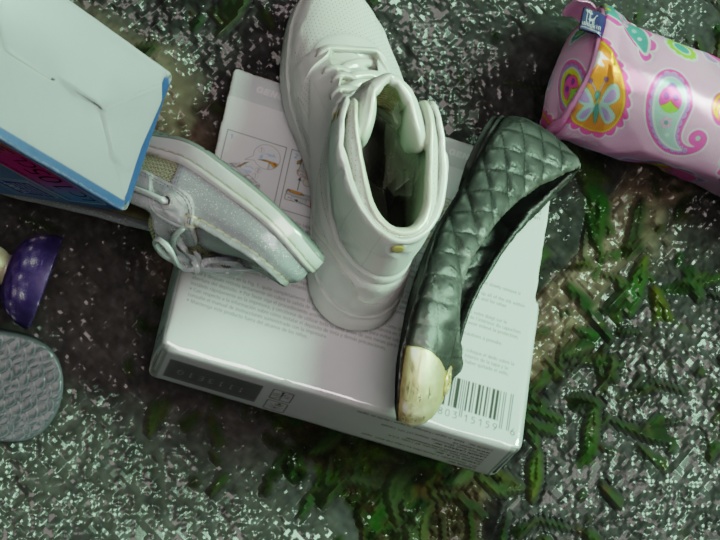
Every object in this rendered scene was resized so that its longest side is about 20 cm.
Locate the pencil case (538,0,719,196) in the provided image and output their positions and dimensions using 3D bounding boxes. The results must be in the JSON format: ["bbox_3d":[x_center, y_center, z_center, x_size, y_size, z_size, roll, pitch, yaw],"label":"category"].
[{"bbox_3d":[0.199,-0.085,1.012,0.198,0.087,0.088,20,79,-9],"label":"pencil case"}]

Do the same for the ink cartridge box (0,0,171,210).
[{"bbox_3d":[-0.209,-0.096,0.860,0.136,0.199,0.077,34,73,-46],"label":"ink cartridge box"}]

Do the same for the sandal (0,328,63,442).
[{"bbox_3d":[-0.251,0.042,0.911,0.199,0.043,0.077,22,88,-16],"label":"sandal"}]

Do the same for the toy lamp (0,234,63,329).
[{"bbox_3d":[-0.252,-0.029,0.907,0.198,0.058,0.059,20,79,-10],"label":"toy lamp"}]

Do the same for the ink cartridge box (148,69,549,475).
[{"bbox_3d":[0.000,0.000,0.974,0.198,0.044,0.175,17,60,-11],"label":"ink cartridge box"}]

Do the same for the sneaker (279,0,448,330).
[{"bbox_3d":[0.007,-0.084,0.927,0.073,0.116,0.202,0,64,-17],"label":"sneaker"}]

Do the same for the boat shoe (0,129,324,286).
[{"bbox_3d":[-0.107,-0.035,0.904,0.201,0.074,0.065,27,83,24],"label":"boat shoe"}]

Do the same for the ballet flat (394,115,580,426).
[{"bbox_3d":[0.063,-0.004,0.932,0.056,0.067,0.201,20,58,8],"label":"ballet flat"}]
